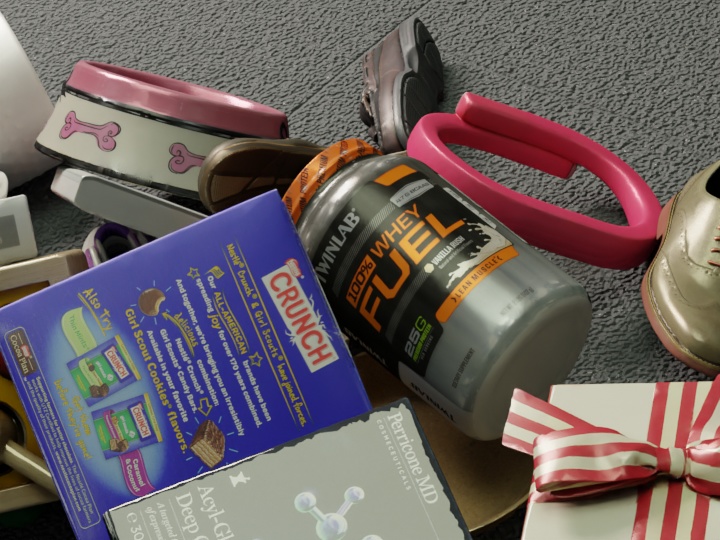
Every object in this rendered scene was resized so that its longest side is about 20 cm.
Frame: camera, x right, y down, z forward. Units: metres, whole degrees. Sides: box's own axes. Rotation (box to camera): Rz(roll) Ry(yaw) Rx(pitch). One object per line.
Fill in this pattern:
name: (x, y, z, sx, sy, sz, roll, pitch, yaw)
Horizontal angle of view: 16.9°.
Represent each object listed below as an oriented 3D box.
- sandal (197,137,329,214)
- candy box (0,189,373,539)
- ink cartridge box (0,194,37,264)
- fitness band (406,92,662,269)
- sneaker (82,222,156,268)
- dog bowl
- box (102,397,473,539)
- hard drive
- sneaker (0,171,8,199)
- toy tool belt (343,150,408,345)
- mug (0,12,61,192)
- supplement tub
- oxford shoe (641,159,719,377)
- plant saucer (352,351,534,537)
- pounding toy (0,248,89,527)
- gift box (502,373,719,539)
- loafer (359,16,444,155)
sandal: (-0.056, -0.060, 1.762, 0.054, 0.082, 0.199, 32, 15, 37)
candy box: (-0.107, 0.069, 1.523, 0.199, 0.077, 0.170, -23, 80, -2)
ink cartridge box: (-0.316, -0.014, 1.690, 0.159, 0.048, 0.200, -13, 4, -14)
fitness band: (0.126, -0.062, 1.739, 0.199, 0.038, 0.144, 17, 31, -23)
sneaker: (-0.169, -0.006, 1.777, 0.072, 0.115, 0.201, -22, 36, -9)
dog bowl: (-0.142, -0.104, 1.838, 0.199, 0.074, 0.200, 15, 5, -1)
box: (-0.032, 0.193, 1.447, 0.199, 0.107, 0.149, -20, 57, -9)
hard drive: (-0.151, -0.041, 1.749, 0.131, 0.027, 0.200, 20, 1, -13)
sneaker: (-0.341, -0.002, 1.858, 0.074, 0.115, 0.201, 22, 85, 57)
toy tool belt: (0.000, 0.000, 1.710, 0.200, 0.126, 0.123, -37, 34, -27)
mug: (-0.347, -0.116, 1.972, 0.175, 0.148, 0.200, -29, 9, -9)
supplement tub: (0.043, 0.007, 1.584, 0.200, 0.123, 0.122, 38, 58, 26)
oxford shoe: (0.240, -0.010, 1.667, 0.070, 0.075, 0.201, 23, 38, -13)
plant saucer: (0.042, 0.121, 1.608, 0.198, 0.036, 0.201, -8, 38, 7)
pounding toy: (-0.231, 0.098, 1.613, 0.183, 0.202, 0.142, -13, 2, 1)
gift box: (0.179, 0.158, 1.392, 0.183, 0.188, 0.201, -4, 38, 11)
loafer: (0.028, -0.131, 1.928, 0.063, 0.072, 0.201, -24, 27, 19)
